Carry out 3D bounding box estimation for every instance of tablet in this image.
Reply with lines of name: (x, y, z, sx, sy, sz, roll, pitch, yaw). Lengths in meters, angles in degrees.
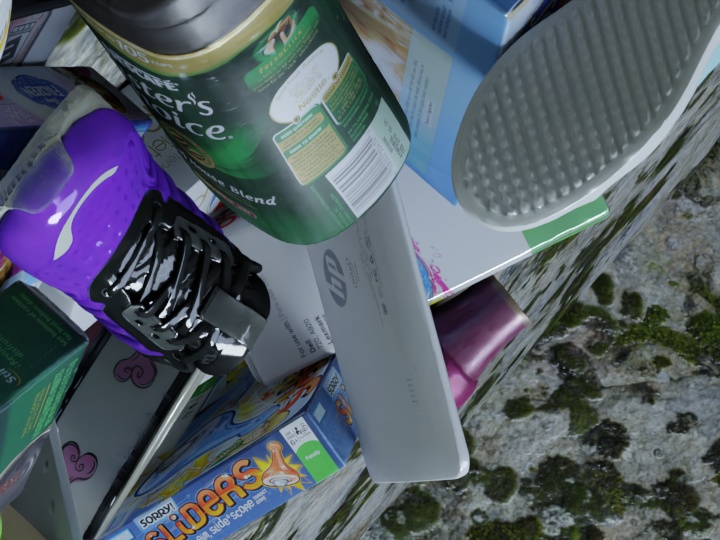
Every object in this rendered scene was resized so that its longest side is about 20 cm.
tablet: (0.000, 0.000, 1.111, 0.014, 0.202, 0.130, -14, 179, -19)

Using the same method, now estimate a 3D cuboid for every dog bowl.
dog bowl: (-0.142, 0.077, 1.323, 0.201, 0.073, 0.200, -59, 179, -1)

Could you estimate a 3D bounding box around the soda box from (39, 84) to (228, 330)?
soda box: (-0.102, -0.049, 1.172, 0.200, 0.064, 0.068, -44, 168, -40)

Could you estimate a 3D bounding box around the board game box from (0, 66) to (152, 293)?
board game box: (-0.185, 0.011, 0.932, 0.200, 0.041, 0.200, -54, 169, 15)

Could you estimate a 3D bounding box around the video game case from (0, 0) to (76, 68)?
video game case: (-0.201, -0.028, 0.914, 0.181, 0.025, 0.200, -56, 169, 24)

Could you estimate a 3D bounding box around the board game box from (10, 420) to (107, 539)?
board game box: (-0.178, 0.137, 1.188, 0.026, 0.201, 0.201, 7, 134, -28)

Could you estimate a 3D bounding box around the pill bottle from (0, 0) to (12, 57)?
pill bottle: (-0.149, -0.096, 0.653, 0.112, 0.112, 0.200, -46, 169, -28)

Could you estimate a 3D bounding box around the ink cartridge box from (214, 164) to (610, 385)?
ink cartridge box: (0.018, -0.038, 1.249, 0.199, 0.084, 0.145, -26, -164, 7)

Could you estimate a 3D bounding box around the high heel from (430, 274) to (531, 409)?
high heel: (0.033, 0.036, 1.280, 0.096, 0.068, 0.200, -40, -178, 0)

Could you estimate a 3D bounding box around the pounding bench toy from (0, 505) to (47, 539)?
pounding bench toy: (-0.212, 0.172, 1.076, 0.156, 0.200, 0.124, -56, 169, 29)

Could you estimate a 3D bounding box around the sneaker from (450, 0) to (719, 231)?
sneaker: (0.115, -0.086, 1.009, 0.200, 0.074, 0.082, -46, 163, -9)

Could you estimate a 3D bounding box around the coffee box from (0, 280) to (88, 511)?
coffee box: (-0.198, 0.100, 0.943, 0.200, 0.044, 0.123, -41, 166, -42)

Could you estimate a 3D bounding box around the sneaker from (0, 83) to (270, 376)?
sneaker: (-0.079, -0.006, 0.927, 0.070, 0.099, 0.200, -53, 170, -4)

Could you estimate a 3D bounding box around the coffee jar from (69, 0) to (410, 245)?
coffee jar: (-0.054, -0.097, 0.962, 0.085, 0.104, 0.200, -47, 149, -9)

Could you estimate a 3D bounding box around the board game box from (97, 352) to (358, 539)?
board game box: (-0.050, 0.079, 1.254, 0.135, 0.035, 0.200, -32, -169, 20)

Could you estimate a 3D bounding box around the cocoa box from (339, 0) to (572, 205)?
cocoa box: (0.046, -0.148, 1.072, 0.131, 0.133, 0.200, -46, 168, -19)
